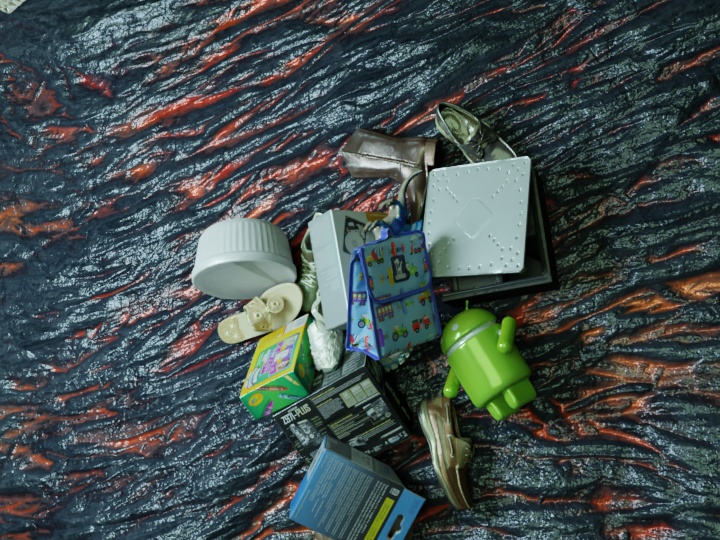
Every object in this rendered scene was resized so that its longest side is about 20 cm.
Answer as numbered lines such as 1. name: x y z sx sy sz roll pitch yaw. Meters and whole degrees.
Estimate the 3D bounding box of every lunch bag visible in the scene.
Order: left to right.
1. lunch bag: 0.050 0.027 1.457 0.093 0.149 0.204 12 112 50

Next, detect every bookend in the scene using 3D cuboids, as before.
1. bookend: 0.235 -0.054 1.525 0.195 0.092 0.204 -10 77 20

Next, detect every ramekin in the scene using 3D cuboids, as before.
1. ramekin: -0.221 -0.024 1.649 0.199 0.202 0.096 -12 67 19

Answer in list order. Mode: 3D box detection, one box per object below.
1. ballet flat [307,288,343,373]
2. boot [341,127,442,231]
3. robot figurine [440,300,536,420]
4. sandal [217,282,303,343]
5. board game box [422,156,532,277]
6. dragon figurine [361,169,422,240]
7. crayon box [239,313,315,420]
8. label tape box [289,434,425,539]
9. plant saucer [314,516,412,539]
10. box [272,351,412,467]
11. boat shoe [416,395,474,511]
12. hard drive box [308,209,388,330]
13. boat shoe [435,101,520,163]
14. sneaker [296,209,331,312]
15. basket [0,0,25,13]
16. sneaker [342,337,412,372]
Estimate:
1. ballet flat: -0.068 0.102 1.580 0.071 0.072 0.202 -19 34 17
2. boot: 0.049 -0.170 1.635 0.197 0.064 0.190 10 89 26
3. robot figurine: 0.215 0.154 1.489 0.176 0.115 0.202 -47 67 41
4. sandal: -0.202 0.096 1.662 0.210 0.070 0.079 -27 94 28
5. board game box: 0.200 -0.087 1.489 0.197 0.026 0.204 -4 71 34
6. dragon figurine: 0.071 -0.077 1.546 0.099 0.059 0.201 40 69 -16
7. crayon box: -0.142 0.173 1.584 0.117 0.201 0.059 -27 112 18
8. label tape box: -0.006 0.401 1.509 0.197 0.063 0.146 27 100 -7
9. plant saucer: -0.002 0.459 1.573 0.196 0.037 0.205 -3 81 20
10. box: -0.030 0.257 1.546 0.198 0.086 0.165 -31 106 14
11. boat shoe: 0.161 0.315 1.510 0.073 0.076 0.203 -22 75 13
12. hard drive box: 0.000 0.000 1.568 0.076 0.154 0.204 -23 73 47
13. boat shoe: 0.209 -0.237 1.577 0.199 0.065 0.074 38 95 21
14. sneaker: -0.092 -0.023 1.648 0.066 0.090 0.204 20 90 21
15. basket: -0.862 -0.726 2.029 0.123 0.135 0.202 -38 71 14
16. sneaker: 0.009 0.147 1.576 0.198 0.087 0.075 -32 34 12
